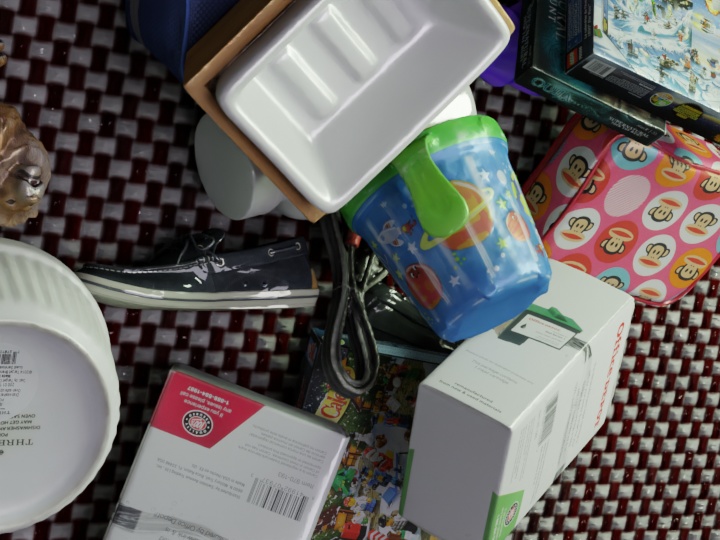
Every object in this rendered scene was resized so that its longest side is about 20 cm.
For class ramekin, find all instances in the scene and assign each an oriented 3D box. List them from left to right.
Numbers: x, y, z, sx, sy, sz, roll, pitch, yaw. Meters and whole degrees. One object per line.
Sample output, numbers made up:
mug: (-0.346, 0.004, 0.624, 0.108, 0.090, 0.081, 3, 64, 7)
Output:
ramekin: (-0.259, 0.086, 1.223, 0.200, 0.105, 0.200, -8, 114, -19)

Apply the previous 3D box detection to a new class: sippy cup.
sippy cup: (0.072, -0.024, 1.321, 0.178, 0.140, 0.130, -9, 65, -48)

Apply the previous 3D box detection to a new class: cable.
cable: (0.000, 0.000, 1.400, 0.097, 0.050, 0.200, 39, 43, -26)

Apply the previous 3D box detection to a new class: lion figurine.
lion figurine: (-0.302, -0.099, 1.205, 0.200, 0.072, 0.123, 9, 110, -22)

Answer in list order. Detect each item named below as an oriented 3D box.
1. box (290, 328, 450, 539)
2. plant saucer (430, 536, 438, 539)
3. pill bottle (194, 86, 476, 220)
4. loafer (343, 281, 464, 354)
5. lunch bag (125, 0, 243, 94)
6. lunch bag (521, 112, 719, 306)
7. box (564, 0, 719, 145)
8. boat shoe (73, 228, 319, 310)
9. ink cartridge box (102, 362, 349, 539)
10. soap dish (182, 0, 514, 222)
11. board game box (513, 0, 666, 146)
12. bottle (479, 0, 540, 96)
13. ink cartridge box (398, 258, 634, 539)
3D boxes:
box: (0.003, 0.155, 1.451, 0.136, 0.038, 0.200, 10, 106, -17)
plant saucer: (0.049, 0.189, 1.540, 0.200, 0.035, 0.200, -9, 107, -33)
pill bottle: (-0.020, -0.102, 1.368, 0.200, 0.113, 0.113, -19, 112, -31)
loafer: (0.056, 0.076, 1.500, 0.200, 0.068, 0.070, 33, 90, -31)
lunch bag: (-0.065, -0.210, 1.294, 0.200, 0.132, 0.136, -6, 121, -29)
lunch bag: (0.232, -0.044, 1.563, 0.200, 0.082, 0.176, 19, 115, -37)
box: (0.254, -0.186, 1.447, 0.200, 0.040, 0.137, 21, 58, -26)
boat shoe: (-0.124, 0.000, 1.344, 0.200, 0.075, 0.062, -1, 89, -28)
ink cartridge box: (-0.112, 0.190, 1.361, 0.145, 0.083, 0.200, 22, 90, -5)
soap dish: (-0.011, -0.153, 1.221, 0.200, 0.081, 0.157, -44, 131, 0)
board game box: (0.194, -0.212, 1.464, 0.135, 0.028, 0.200, 22, 56, -23)
bottle: (0.153, -0.184, 1.488, 0.200, 0.084, 0.065, -3, 140, -35)
ink cartridge box: (0.123, 0.105, 1.395, 0.200, 0.084, 0.146, -41, 149, -44)
